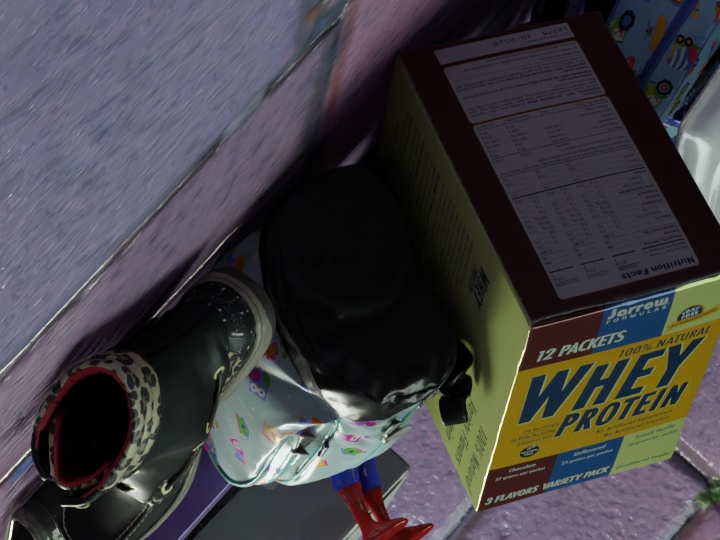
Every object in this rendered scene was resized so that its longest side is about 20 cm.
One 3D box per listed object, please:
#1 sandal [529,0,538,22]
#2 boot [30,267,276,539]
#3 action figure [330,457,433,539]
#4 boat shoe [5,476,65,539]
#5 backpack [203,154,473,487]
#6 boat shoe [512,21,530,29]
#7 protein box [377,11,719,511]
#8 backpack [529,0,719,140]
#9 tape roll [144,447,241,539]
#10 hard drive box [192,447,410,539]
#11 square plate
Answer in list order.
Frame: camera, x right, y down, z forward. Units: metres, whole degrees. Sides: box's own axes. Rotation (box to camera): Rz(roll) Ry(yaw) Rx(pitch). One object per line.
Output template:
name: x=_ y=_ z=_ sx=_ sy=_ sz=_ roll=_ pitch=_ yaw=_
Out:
sandal: x=0.165 y=-0.187 z=1.825 sx=0.054 sy=0.080 sz=0.200 roll=-64 pitch=-176 yaw=-25
boot: x=-0.138 y=0.097 z=1.377 sx=0.204 sy=0.073 sz=0.154 roll=-56 pitch=169 yaw=28
action figure: x=0.002 y=0.072 z=1.631 sx=0.099 sy=0.200 sz=0.065 roll=-37 pitch=157 yaw=12
boat shoe: x=-0.199 y=0.200 z=1.578 sx=0.064 sy=0.071 sz=0.200 roll=-37 pitch=151 yaw=-35
backpack: x=-0.029 y=0.046 z=1.504 sx=0.126 sy=0.167 sz=0.200 roll=-9 pitch=159 yaw=-22
boat shoe: x=0.116 y=-0.074 z=1.781 sx=0.071 sy=0.201 sz=0.070 roll=5 pitch=161 yaw=-30
protein box: x=0.105 y=-0.005 z=1.498 sx=0.135 sy=0.200 sz=0.199 roll=-14 pitch=147 yaw=-17
backpack: x=0.184 y=-0.154 z=1.642 sx=0.183 sy=0.134 sz=0.200 roll=-52 pitch=-170 yaw=44
tape roll: x=-0.128 y=0.137 z=1.680 sx=0.200 sy=0.085 sz=0.200 roll=-47 pitch=174 yaw=-6
hard drive box: x=-0.051 y=0.181 z=1.751 sx=0.156 sy=0.077 sz=0.200 roll=-46 pitch=175 yaw=-13
square plate: x=0.231 y=-0.064 z=1.566 sx=0.198 sy=0.028 sz=0.200 roll=-50 pitch=155 yaw=-41
